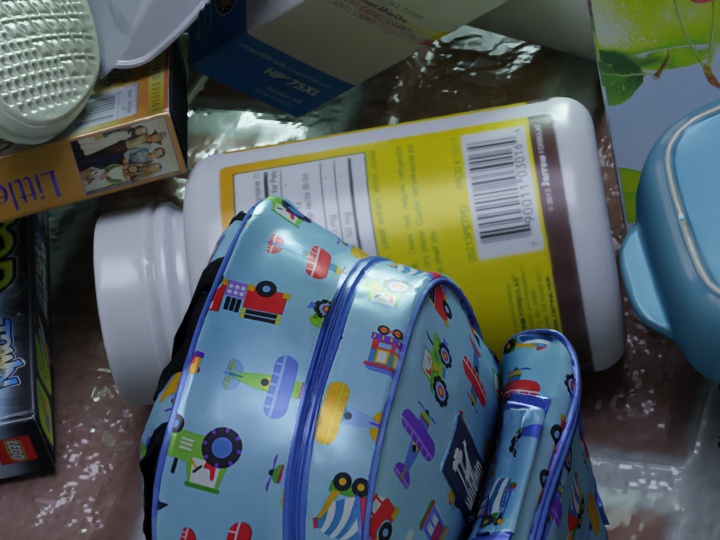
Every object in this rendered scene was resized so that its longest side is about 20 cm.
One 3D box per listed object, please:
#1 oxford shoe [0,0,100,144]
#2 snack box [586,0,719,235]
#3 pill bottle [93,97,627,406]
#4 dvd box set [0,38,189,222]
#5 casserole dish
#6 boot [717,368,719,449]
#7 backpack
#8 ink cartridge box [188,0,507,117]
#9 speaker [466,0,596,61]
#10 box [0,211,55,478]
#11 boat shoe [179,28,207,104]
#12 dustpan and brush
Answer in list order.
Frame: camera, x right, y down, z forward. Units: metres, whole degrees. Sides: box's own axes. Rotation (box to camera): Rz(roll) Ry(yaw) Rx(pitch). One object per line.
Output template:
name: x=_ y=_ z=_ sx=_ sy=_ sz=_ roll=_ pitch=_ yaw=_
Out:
oxford shoe: x=-0.149 y=-0.105 z=1.181 sx=0.058 sy=0.075 sz=0.200 roll=-42 pitch=32 yaw=18
snack box: x=0.194 y=-0.078 z=1.156 sx=0.199 sy=0.143 sz=0.053 roll=-10 pitch=19 yaw=4
pill bottle: x=0.000 y=0.000 z=1.152 sx=0.199 sy=0.110 sz=0.110 roll=-9 pitch=47 yaw=5
dvd box set: x=-0.168 y=-0.048 z=1.197 sx=0.199 sy=0.030 sz=0.146 roll=-15 pitch=21 yaw=1
casserole dish: x=0.190 y=-0.031 z=1.081 sx=0.199 sy=0.039 sz=0.122 roll=-17 pitch=55 yaw=5
boot: x=0.231 y=0.014 z=1.106 sx=0.162 sy=0.073 sz=0.199 roll=12 pitch=62 yaw=21
backpack: x=0.002 y=0.079 z=1.019 sx=0.134 sy=0.201 sz=0.183 roll=6 pitch=49 yaw=18
ink cartridge box: x=0.017 y=-0.159 z=1.220 sx=0.199 sy=0.067 sz=0.117 roll=-25 pitch=53 yaw=41
speaker: x=0.126 y=-0.123 z=1.257 sx=0.199 sy=0.081 sz=0.081 roll=19 pitch=55 yaw=27
box: x=-0.187 y=0.007 z=1.238 sx=0.109 sy=0.035 sz=0.201 roll=-11 pitch=47 yaw=4
boat shoe: x=-0.084 y=-0.137 z=1.334 sx=0.074 sy=0.065 sz=0.203 roll=5 pitch=54 yaw=4
dustpan and brush: x=-0.049 y=-0.174 z=1.215 sx=0.201 sy=0.057 sz=0.140 roll=-62 pitch=22 yaw=12
